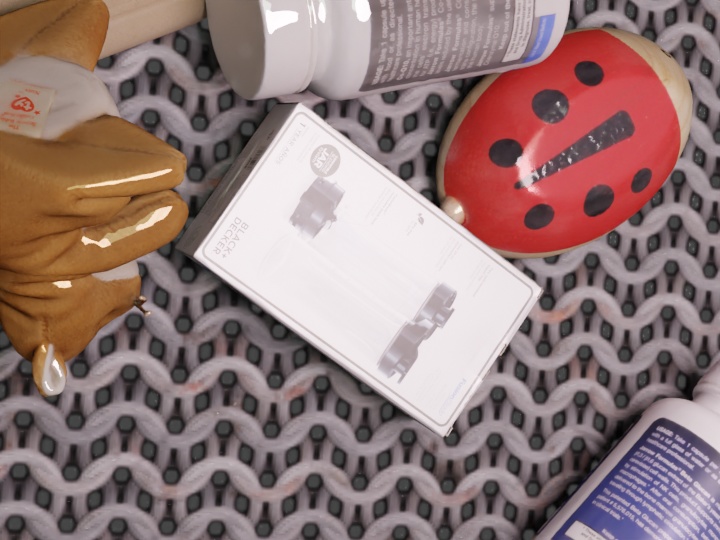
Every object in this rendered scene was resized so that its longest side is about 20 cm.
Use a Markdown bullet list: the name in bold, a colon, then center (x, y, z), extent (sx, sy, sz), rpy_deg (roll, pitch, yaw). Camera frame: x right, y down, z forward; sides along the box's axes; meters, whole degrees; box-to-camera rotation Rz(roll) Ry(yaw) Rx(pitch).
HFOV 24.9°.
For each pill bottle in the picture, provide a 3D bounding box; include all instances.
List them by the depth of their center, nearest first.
- **pill bottle**: center (0.015, -0.165, 0.987), extent (0.199, 0.114, 0.114), rpy_deg (-12, 95, -24)
- **pill bottle**: center (0.205, 0.155, 1.070), extent (0.200, 0.111, 0.111), rpy_deg (-46, 105, -13)

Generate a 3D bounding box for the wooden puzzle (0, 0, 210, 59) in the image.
- **wooden puzzle**: center (-0.162, -0.210, 0.908), extent (0.185, 0.037, 0.201), rpy_deg (-29, 129, -40)

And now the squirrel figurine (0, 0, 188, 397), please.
- **squirrel figurine**: center (-0.195, -0.017, 0.873), extent (0.200, 0.187, 0.142), rpy_deg (-21, 57, -26)

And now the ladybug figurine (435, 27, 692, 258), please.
- **ladybug figurine**: center (0.138, -0.083, 1.062), extent (0.200, 0.072, 0.136), rpy_deg (-35, 102, -16)

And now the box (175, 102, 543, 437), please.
- **box**: center (0.000, 0.000, 1.014), extent (0.200, 0.060, 0.117), rpy_deg (35, 84, -17)
